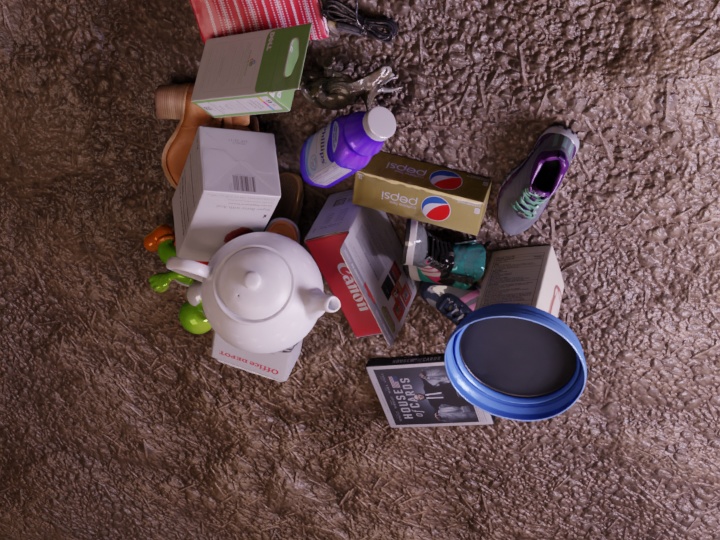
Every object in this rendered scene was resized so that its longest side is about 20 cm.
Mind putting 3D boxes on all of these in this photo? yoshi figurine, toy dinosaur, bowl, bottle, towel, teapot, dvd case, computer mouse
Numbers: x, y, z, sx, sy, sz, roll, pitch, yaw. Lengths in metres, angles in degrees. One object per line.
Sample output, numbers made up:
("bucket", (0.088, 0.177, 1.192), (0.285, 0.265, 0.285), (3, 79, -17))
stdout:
("yoshi figurine", (-0.292, 0.026, 1.787), (0.200, 0.112, 0.112), (55, 160, 24))
("toy dinosaur", (-0.051, -0.260, 1.545), (0.200, 0.077, 0.102), (0, 160, 37))
("bowl", (0.220, 0.129, 1.509), (0.201, 0.039, 0.201), (10, 130, 12))
("bottle", (-0.019, -0.183, 1.553), (0.065, 0.084, 0.200), (9, 164, -28))
("towel", (-0.153, -0.388, 1.522), (0.200, 0.022, 0.145), (0, 127, 21))
("teapot", (-0.154, 0.025, 1.576), (0.200, 0.146, 0.197), (-29, 78, 0))
("dvd case", (0.124, 0.214, 1.888), (0.200, 0.025, 0.150), (-7, 123, 24))
("computer mouse", (0.003, -0.407, 1.437), (0.110, 0.044, 0.200), (18, 136, 13))

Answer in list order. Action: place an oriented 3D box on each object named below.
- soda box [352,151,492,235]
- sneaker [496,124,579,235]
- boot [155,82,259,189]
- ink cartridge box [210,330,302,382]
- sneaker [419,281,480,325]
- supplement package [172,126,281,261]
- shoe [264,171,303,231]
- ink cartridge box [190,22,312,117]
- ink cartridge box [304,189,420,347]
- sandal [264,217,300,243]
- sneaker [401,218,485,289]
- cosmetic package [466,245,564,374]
("soda box", (0.092, -0.119, 1.609), (0.200, 0.068, 0.064), (14, 131, 10))
("sneaker", (0.244, -0.115, 1.541), (0.074, 0.088, 0.200), (25, 131, 1))
("boot", (-0.232, -0.200, 1.669), (0.155, 0.074, 0.200), (5, 134, 9))
("ink cartridge box", (-0.170, 0.080, 1.853), (0.145, 0.083, 0.200), (18, 130, 6))
("sneaker", (0.181, 0.075, 1.718), (0.200, 0.082, 0.070), (25, 131, 1))
("supplement package", (-0.210, -0.111, 1.645), (0.121, 0.120, 0.200), (3, 149, -21))
("shoe", (-0.141, -0.079, 1.740), (0.070, 0.053, 0.200), (32, 118, 10))
("ink cartridge box", (-0.140, -0.281, 1.513), (0.200, 0.104, 0.059), (0, 160, 35))
("ink cartridge box", (0.000, 0.000, 1.666), (0.084, 0.176, 0.200), (-12, 121, 28))
("sandal", (-0.153, 0.013, 1.717), (0.079, 0.059, 0.207), (19, 117, 7))
("sneaker", (0.129, -0.022, 1.625), (0.121, 0.084, 0.200), (5, 167, 10))
("cosmetic package", (0.237, 0.058, 1.606), (0.103, 0.200, 0.087), (-6, 125, 26))
